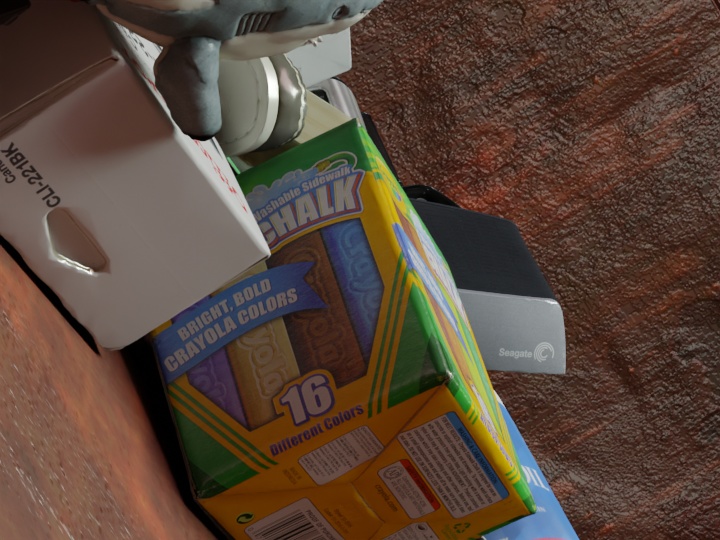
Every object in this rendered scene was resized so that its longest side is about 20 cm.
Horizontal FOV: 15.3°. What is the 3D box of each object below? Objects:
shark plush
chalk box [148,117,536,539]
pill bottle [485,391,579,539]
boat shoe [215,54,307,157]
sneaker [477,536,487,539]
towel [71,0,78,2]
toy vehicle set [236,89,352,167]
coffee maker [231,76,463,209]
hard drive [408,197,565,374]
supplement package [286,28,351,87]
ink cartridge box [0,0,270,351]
[{"bbox_3d":[-0.070,-0.139,0.995,0.200,0.083,0.091,48,29,-44],"label":"shark plush"},{"bbox_3d":[-0.019,0.027,1.202,0.124,0.124,0.200,54,14,-50],"label":"chalk box"},{"bbox_3d":[0.049,0.130,1.564,0.200,0.112,0.112,60,4,34],"label":"pill bottle"},{"bbox_3d":[-0.073,-0.093,1.243,0.060,0.072,0.202,8,10,-33],"label":"boat shoe"},{"bbox_3d":[0.032,0.161,1.309,0.072,0.083,0.200,60,4,5],"label":"sneaker"},{"bbox_3d":[-0.172,-0.189,1.057,0.200,0.022,0.145,36,26,-6],"label":"towel"},{"bbox_3d":[-0.088,-0.103,1.439,0.200,0.027,0.124,33,-11,8],"label":"toy vehicle set"},{"bbox_3d":[-0.018,0.005,1.710,0.200,0.135,0.192,62,-37,40],"label":"coffee maker"},{"bbox_3d":[0.000,0.000,1.361,0.135,0.200,0.042,-111,-148,-62],"label":"hard drive"},{"bbox_3d":[-0.103,-0.196,1.583,0.200,0.114,0.110,51,-23,36],"label":"supplement package"},{"bbox_3d":[-0.130,-0.086,1.124,0.144,0.084,0.200,54,7,-48],"label":"ink cartridge box"}]
